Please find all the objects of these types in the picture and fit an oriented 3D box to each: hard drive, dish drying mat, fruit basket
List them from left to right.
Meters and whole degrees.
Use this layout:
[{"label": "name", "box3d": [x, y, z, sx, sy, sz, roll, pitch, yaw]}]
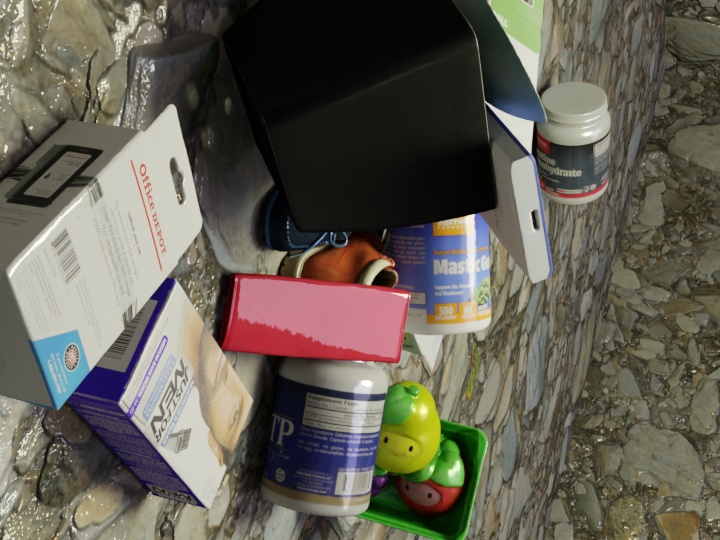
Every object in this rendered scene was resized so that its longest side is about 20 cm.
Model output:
[{"label": "dish drying mat", "box3d": [-0.041, 0.047, 1.079, 0.198, 0.018, 0.078, 6, 94, -32]}, {"label": "fruit basket", "box3d": [0.041, 0.214, 1.273, 0.216, 0.213, 0.157, 47, 56, -64]}, {"label": "hard drive", "box3d": [0.115, -0.097, 1.010, 0.201, 0.025, 0.133, -119, -171, -51]}]

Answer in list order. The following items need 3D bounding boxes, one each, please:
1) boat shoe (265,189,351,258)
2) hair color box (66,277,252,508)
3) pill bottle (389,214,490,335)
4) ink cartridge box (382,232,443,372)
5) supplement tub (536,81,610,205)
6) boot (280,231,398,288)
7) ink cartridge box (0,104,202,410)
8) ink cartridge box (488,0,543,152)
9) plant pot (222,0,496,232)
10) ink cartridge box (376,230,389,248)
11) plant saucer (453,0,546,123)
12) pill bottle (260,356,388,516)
[{"label": "boat shoe", "box3d": [-0.032, -0.069, 1.142, 0.200, 0.068, 0.085, -42, 138, -58]}, {"label": "hair color box", "box3d": [-0.159, 0.101, 0.897, 0.201, 0.064, 0.110, 70, 35, -55]}, {"label": "pill bottle", "box3d": [0.087, -0.037, 1.223, 0.112, 0.111, 0.203, -21, 110, -66]}, {"label": "ink cartridge box", "box3d": [0.078, -0.006, 1.390, 0.201, 0.046, 0.199, 69, 35, -55]}, {"label": "supplement tub", "box3d": [0.404, -0.240, 2.105, 0.141, 0.139, 0.202, -58, 150, -45]}, {"label": "boot", "box3d": [0.000, 0.000, 1.209, 0.200, 0.106, 0.076, -37, 132, -63]}, {"label": "ink cartridge box", "box3d": [-0.190, -0.020, 0.752, 0.201, 0.067, 0.117, -58, 150, -45]}, {"label": "ink cartridge box", "box3d": [0.138, -0.220, 1.172, 0.103, 0.059, 0.202, 20, 73, -46]}, {"label": "plant pot", "box3d": [-0.008, -0.150, 0.960, 0.201, 0.176, 0.200, 76, -11, -48]}, {"label": "ink cartridge box", "box3d": [0.050, -0.101, 1.387, 0.100, 0.039, 0.202, 64, 39, -57]}, {"label": "plant saucer", "box3d": [0.097, -0.207, 0.973, 0.202, 0.038, 0.201, 57, 8, -12]}, {"label": "pill bottle", "box3d": [-0.034, 0.145, 1.164, 0.120, 0.118, 0.202, 6, 93, -69]}]
